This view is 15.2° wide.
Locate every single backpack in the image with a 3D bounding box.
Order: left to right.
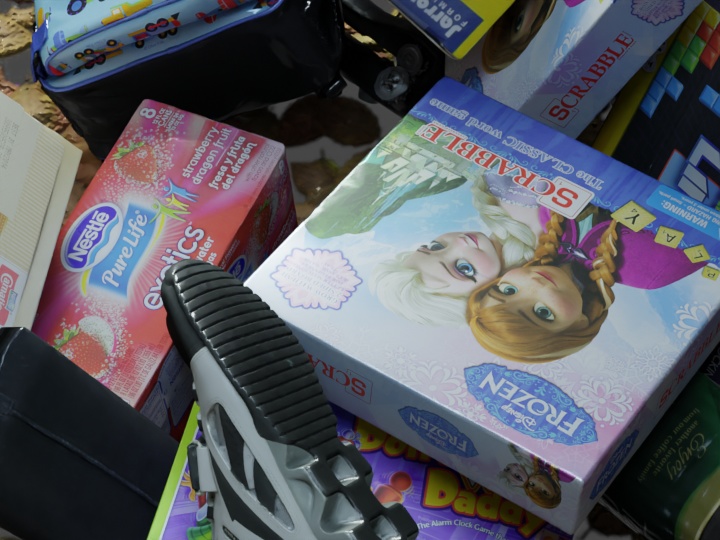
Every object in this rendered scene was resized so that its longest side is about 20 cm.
[{"bbox_3d":[-0.106,-0.186,1.575,0.181,0.135,0.201,-17,54,17],"label":"backpack"}]

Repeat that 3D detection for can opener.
[{"bbox_3d":[-0.002,-0.141,1.617,0.199,0.078,0.064,32,101,27],"label":"can opener"}]

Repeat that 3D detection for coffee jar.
[{"bbox_3d":[0.157,0.093,1.381,0.200,0.104,0.085,37,83,32],"label":"coffee jar"}]

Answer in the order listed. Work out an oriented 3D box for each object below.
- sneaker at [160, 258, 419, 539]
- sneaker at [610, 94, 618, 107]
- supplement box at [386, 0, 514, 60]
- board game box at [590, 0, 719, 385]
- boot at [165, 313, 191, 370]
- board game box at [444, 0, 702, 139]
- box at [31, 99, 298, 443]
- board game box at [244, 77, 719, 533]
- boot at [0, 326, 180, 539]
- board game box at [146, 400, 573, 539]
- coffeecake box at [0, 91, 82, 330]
[{"bbox_3d":[-0.051,0.092,1.257,0.088,0.074,0.201,-38,76,28],"label":"sneaker"},{"bbox_3d":[0.189,-0.096,1.510,0.076,0.147,0.203,-17,57,-10],"label":"sneaker"},{"bbox_3d":[0.034,-0.223,1.508,0.110,0.109,0.200,-47,26,14],"label":"supplement box"},{"bbox_3d":[0.195,-0.027,1.432,0.057,0.201,0.165,-10,45,-46],"label":"board game box"},{"bbox_3d":[0.000,0.000,1.465,0.064,0.186,0.201,-16,43,50],"label":"boot"},{"bbox_3d":[0.115,-0.161,1.481,0.041,0.200,0.201,25,40,-20],"label":"board game box"},{"bbox_3d":[-0.118,0.018,1.482,0.095,0.100,0.201,19,60,17],"label":"box"},{"bbox_3d":[0.072,0.010,1.338,0.199,0.041,0.200,27,50,19],"label":"board game box"},{"bbox_3d":[-0.137,0.145,1.340,0.065,0.200,0.166,-15,44,49],"label":"boot"},{"bbox_3d":[0.002,0.128,1.322,0.199,0.045,0.135,16,63,2],"label":"board game box"},{"bbox_3d":[-0.253,0.009,1.449,0.199,0.073,0.154,-23,43,41],"label":"coffeecake box"}]
